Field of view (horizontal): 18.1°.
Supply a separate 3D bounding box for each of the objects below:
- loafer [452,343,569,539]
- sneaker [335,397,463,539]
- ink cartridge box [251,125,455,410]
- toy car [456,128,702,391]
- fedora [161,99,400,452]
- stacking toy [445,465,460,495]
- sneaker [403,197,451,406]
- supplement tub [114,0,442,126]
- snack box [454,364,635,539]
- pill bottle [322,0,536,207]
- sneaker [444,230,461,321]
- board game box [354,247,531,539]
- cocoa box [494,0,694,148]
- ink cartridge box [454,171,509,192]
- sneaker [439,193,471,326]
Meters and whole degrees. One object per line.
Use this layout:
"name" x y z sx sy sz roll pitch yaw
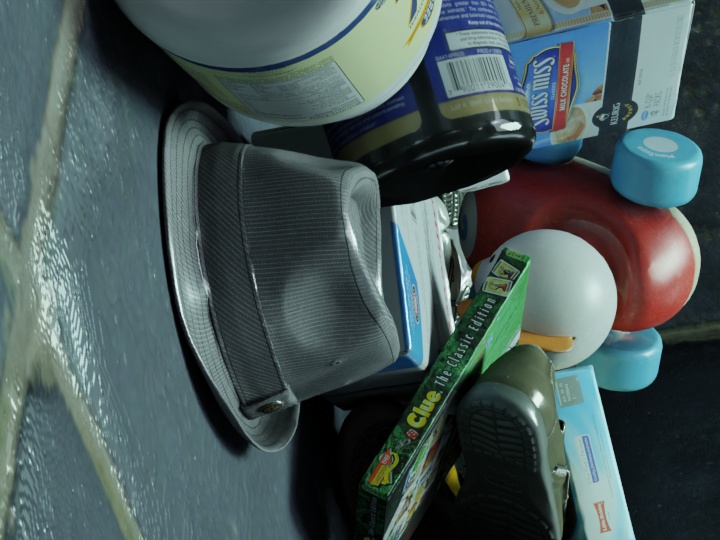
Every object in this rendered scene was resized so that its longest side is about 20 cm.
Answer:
"loafer" 0.102 0.118 1.397 0.070 0.075 0.200 -58 161 -32
"sneaker" 0.016 0.130 1.474 0.076 0.070 0.200 56 -7 37
"ink cartridge box" 0.000 0.000 1.376 0.200 0.083 0.146 44 38 -75
"toy car" 0.121 0.003 1.546 0.200 0.176 0.185 -35 141 -52
"fedora" -0.030 -0.001 1.155 0.200 0.090 0.177 66 17 -59
"stacking toy" 0.076 0.191 1.648 0.200 0.146 0.146 58 16 -19
"sneaker" 0.015 0.041 1.548 0.083 0.080 0.201 -16 103 -52
"supplement tub" -0.037 -0.150 1.089 0.200 0.144 0.146 37 44 -77
"snack box" 0.115 0.135 1.511 0.200 0.037 0.117 149 -71 -70
"pill bottle" 0.016 -0.145 1.239 0.112 0.111 0.201 38 35 -78
"sneaker" 0.041 0.045 1.631 0.088 0.075 0.201 -87 165 -55
"board game box" 0.049 0.088 1.359 0.200 0.023 0.105 -56 159 -36
"cocoa box" 0.127 -0.202 1.528 0.134 0.131 0.201 89 -14 -58
"ink cartridge box" 0.045 -0.153 1.553 0.198 0.043 0.201 -168 -113 -81
"sneaker" 0.052 -0.007 1.734 0.099 0.078 0.201 17 -64 49
